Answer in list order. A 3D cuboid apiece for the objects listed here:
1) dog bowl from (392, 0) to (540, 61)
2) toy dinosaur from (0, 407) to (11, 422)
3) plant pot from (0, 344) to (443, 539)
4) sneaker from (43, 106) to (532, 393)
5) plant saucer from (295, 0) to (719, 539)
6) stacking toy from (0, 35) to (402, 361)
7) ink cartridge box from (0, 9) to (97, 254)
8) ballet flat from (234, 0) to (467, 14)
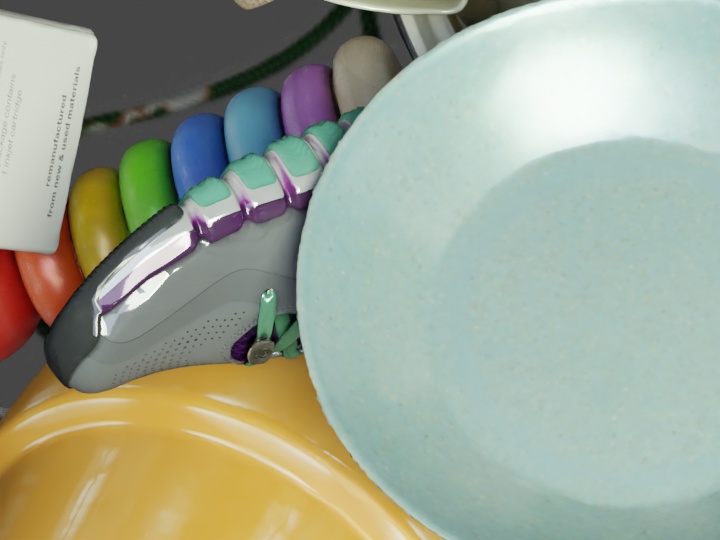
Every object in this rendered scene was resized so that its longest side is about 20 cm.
[{"bbox_3d":[0.107,-0.120,1.011,0.200,0.074,0.200,0,92,2],"label":"dog bowl"},{"bbox_3d":[-0.207,0.027,0.967,0.077,0.200,0.102,19,64,38],"label":"toy dinosaur"},{"bbox_3d":[-0.064,0.142,0.936,0.200,0.183,0.200,13,127,18],"label":"plant pot"},{"bbox_3d":[0.000,0.000,0.911,0.200,0.074,0.088,-31,76,-22],"label":"sneaker"},{"bbox_3d":[0.082,0.008,0.867,0.201,0.039,0.201,-2,63,5],"label":"plant saucer"},{"bbox_3d":[-0.072,-0.013,1.024,0.200,0.085,0.085,-19,92,7],"label":"stacking toy"},{"bbox_3d":[-0.206,-0.061,0.942,0.145,0.200,0.084,12,93,31],"label":"ink cartridge box"},{"bbox_3d":[0.044,-0.121,0.953,0.200,0.068,0.067,-5,112,8],"label":"ballet flat"}]
